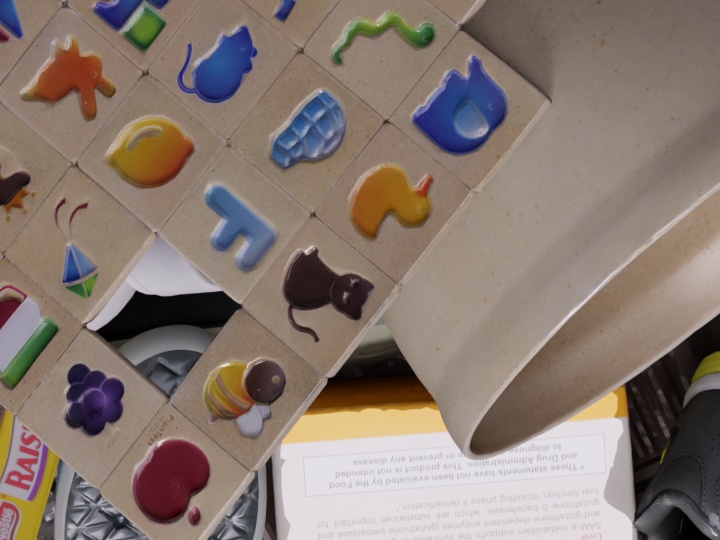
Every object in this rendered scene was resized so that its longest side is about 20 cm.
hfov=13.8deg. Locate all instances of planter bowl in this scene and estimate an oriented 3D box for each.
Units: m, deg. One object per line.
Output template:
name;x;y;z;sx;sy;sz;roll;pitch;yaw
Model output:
planter bowl;0.071;-0.056;0.913;0.200;0.200;0.135;-39;78;5

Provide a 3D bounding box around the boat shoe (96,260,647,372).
boat shoe;0.000;0.001;1.036;0.201;0.074;0.063;-10;78;5

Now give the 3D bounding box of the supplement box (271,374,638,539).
supplement box;0.036;0.138;1.053;0.126;0.074;0.200;-4;95;-3

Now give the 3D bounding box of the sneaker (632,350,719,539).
sneaker;0.136;0.125;1.041;0.074;0.085;0.200;6;126;39

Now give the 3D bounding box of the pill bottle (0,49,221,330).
pill bottle;-0.135;-0.032;0.939;0.200;0.112;0.112;-2;105;22

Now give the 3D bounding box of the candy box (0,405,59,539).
candy box;-0.125;0.101;0.977;0.026;0.102;0.200;17;62;-7

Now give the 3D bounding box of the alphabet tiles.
alphabet tiles;-0.049;-0.046;0.849;0.167;0.008;0.200;40;95;18

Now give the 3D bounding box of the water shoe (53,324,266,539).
water shoe;-0.073;0.105;1.039;0.071;0.079;0.200;-2;112;-9
